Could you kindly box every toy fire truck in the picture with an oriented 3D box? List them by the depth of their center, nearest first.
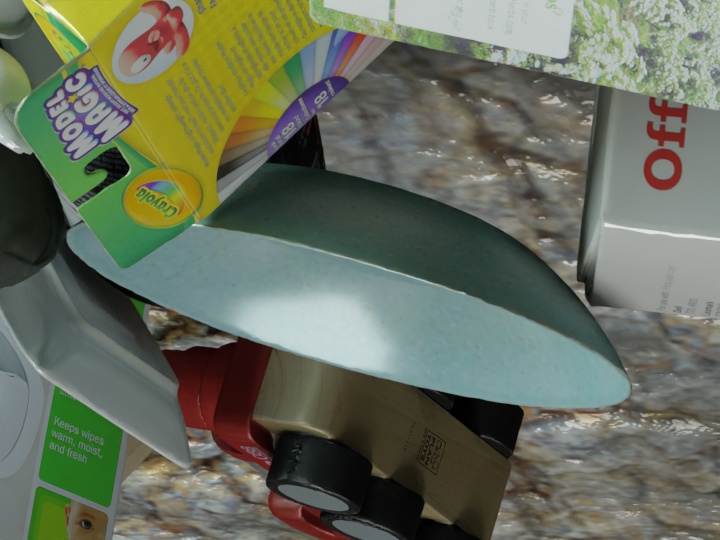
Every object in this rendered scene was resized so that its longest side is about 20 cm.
[{"bbox_3d":[-0.048,0.093,1.370,0.199,0.129,0.176,6,160,35],"label":"toy fire truck"}]

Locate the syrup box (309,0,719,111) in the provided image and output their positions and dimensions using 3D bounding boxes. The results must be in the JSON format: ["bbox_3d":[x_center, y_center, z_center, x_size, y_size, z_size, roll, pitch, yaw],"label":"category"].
[{"bbox_3d":[0.091,-0.098,0.721,0.199,0.082,0.079,12,142,7],"label":"syrup box"}]

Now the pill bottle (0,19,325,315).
[{"bbox_3d":[-0.068,-0.052,1.041,0.105,0.107,0.200,5,157,6],"label":"pill bottle"}]

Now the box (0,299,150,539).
[{"bbox_3d":[-0.198,0.035,1.190,0.096,0.178,0.200,-13,149,43],"label":"box"}]

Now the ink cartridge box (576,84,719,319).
[{"bbox_3d":[0.176,-0.057,0.899,0.199,0.147,0.084,6,163,3],"label":"ink cartridge box"}]

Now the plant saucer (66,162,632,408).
[{"bbox_3d":[0.000,0.000,0.950,0.200,0.039,0.201,15,168,3],"label":"plant saucer"}]

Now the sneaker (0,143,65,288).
[{"bbox_3d":[-0.158,-0.069,0.941,0.076,0.200,0.091,-21,137,-13],"label":"sneaker"}]

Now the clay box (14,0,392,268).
[{"bbox_3d":[-0.024,-0.099,0.831,0.048,0.200,0.115,44,172,27],"label":"clay box"}]

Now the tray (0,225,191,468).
[{"bbox_3d":[-0.127,-0.014,1.092,0.022,0.200,0.107,-40,142,8],"label":"tray"}]

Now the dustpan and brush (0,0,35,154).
[{"bbox_3d":[-0.131,-0.102,0.858,0.139,0.057,0.200,32,-172,-44],"label":"dustpan and brush"}]
